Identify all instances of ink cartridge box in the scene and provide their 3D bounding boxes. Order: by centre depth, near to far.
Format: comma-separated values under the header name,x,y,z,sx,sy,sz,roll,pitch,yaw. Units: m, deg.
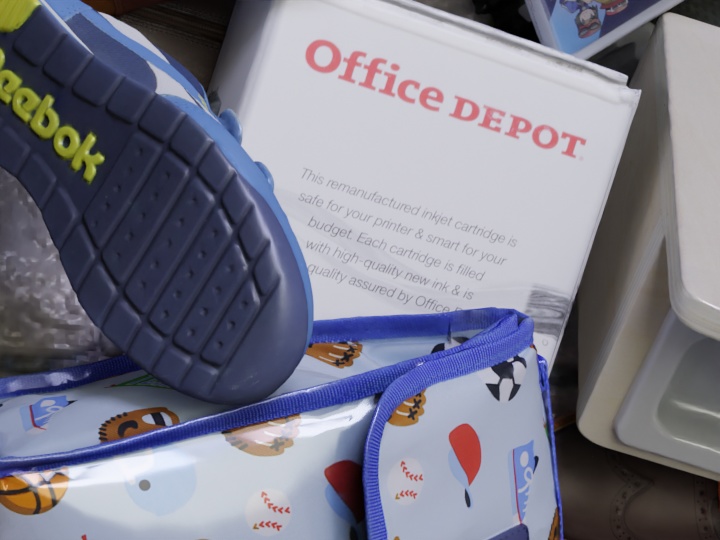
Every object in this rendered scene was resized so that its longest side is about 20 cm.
name,x,y,z,sx,sy,sz,roll,pitch,yaw
ink cartridge box,0.000,0.000,0.982,0.145,0.085,0.201,18,94,-16

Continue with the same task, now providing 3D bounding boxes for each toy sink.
name,x,y,z,sx,sy,sz,roll,pitch,yaw
toy sink,0.157,0.013,0.995,0.130,0.112,0.200,16,34,-8

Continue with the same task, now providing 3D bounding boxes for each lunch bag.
name,x,y,z,sx,sy,sz,roll,pitch,yaw
lunch bag,-0.025,0.109,0.886,0.199,0.124,0.171,-10,104,-15

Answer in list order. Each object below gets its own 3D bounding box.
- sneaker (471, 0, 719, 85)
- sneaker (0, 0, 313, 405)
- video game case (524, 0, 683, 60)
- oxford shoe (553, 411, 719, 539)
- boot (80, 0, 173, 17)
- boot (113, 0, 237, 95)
name,x,y,z,sx,sy,sz,roll,pitch,yaw
sneaker,0.117,-0.121,1.089,0.200,0.066,0.091,31,68,-15
sneaker,-0.068,-0.031,0.875,0.074,0.082,0.200,-51,55,15
video game case,0.130,-0.197,0.991,0.200,0.023,0.183,-32,129,-10
oxford shoe,0.157,0.081,1.054,0.199,0.073,0.071,-1,82,-19
boot,-0.143,-0.160,0.952,0.200,0.068,0.189,-28,106,-5
boot,-0.078,-0.133,1.020,0.199,0.064,0.187,11,88,-14
